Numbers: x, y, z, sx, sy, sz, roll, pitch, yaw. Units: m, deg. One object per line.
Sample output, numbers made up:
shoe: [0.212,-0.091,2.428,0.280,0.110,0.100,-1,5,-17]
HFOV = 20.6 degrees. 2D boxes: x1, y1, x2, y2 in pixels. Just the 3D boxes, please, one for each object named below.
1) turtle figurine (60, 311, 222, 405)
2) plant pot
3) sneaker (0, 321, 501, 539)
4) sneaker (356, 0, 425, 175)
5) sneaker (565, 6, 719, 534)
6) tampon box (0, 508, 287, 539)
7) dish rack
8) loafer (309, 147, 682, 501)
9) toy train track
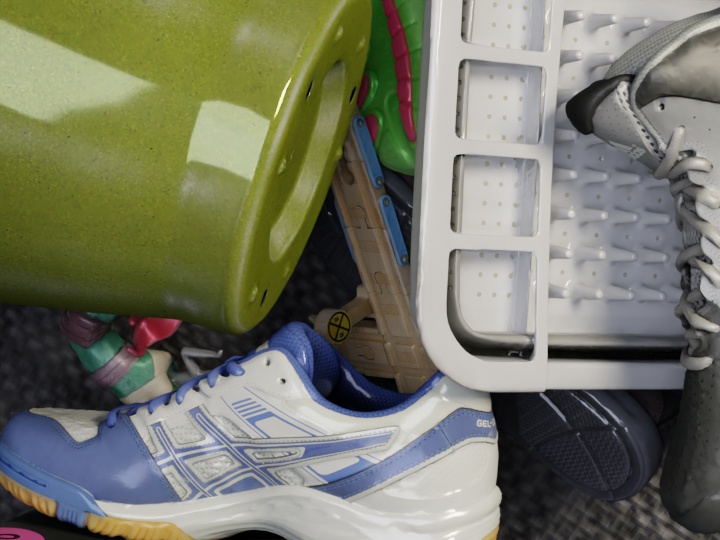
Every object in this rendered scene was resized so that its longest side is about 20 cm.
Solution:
turtle figurine: [-0.114,-0.023,0.814,0.200,0.101,0.150,8,82,22]
plant pot: [-0.105,-0.068,0.685,0.193,0.200,0.200,20,95,7]
sneaker: [-0.043,0.059,0.760,0.200,0.075,0.088,5,101,11]
sneaker: [0.033,-0.131,0.798,0.077,0.084,0.200,-16,71,50]
sneaker: [0.116,-0.015,0.702,0.115,0.075,0.200,21,88,-10]
tampon box: [-0.047,0.167,0.774,0.200,0.150,0.126,8,94,12]
dish rack: [0.102,-0.041,0.747,0.200,0.044,0.172,2,91,-27]
loafer: [0.053,0.007,0.802,0.200,0.063,0.072,44,142,11]
toy train track: [0.000,0.000,0.772,0.115,0.033,0.200,3,118,46]
